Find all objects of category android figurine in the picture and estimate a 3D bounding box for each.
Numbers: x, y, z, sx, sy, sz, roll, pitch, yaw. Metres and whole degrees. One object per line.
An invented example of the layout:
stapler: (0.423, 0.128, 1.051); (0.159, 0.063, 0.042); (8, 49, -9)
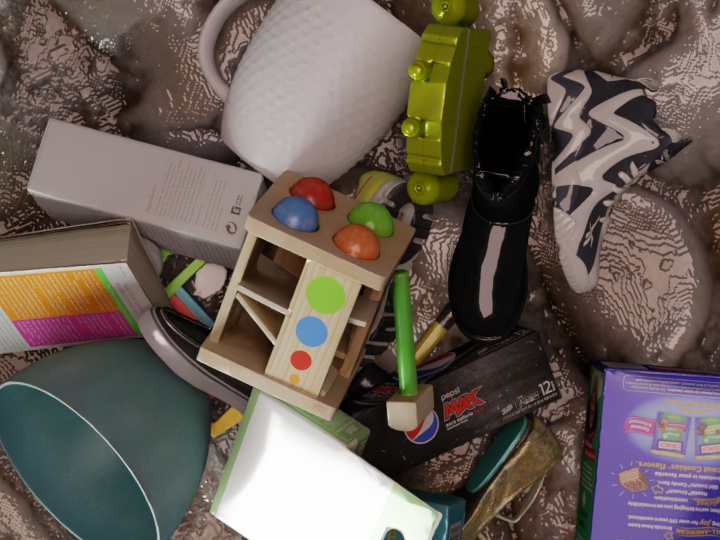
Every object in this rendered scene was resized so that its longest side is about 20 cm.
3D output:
android figurine: (0.073, -0.146, 1.486); (0.041, 0.200, 0.184); (10, 101, 16)

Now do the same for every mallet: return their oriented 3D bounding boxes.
mallet: (0.062, 0.051, 1.610); (0.066, 0.041, 0.201); (32, 88, -7)

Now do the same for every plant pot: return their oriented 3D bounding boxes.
plant pot: (-0.209, 0.139, 1.552); (0.200, 0.200, 0.135); (48, 56, -2)

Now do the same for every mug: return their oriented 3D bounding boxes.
mug: (-0.057, -0.176, 1.552); (0.200, 0.148, 0.176); (38, 95, 17)

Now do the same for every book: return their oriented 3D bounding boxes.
book: (-0.278, 0.023, 1.549); (0.198, 0.134, 0.048); (-6, 53, 10)

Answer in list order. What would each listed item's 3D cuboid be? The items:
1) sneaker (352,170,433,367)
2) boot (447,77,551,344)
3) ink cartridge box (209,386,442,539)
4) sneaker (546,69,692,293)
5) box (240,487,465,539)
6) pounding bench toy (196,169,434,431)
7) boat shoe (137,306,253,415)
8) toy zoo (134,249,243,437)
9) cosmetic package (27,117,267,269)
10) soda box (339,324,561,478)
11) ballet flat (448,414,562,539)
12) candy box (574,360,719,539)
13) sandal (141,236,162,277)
sneaker: (0.000, 0.000, 1.590); (0.078, 0.090, 0.201); (16, 107, -33)
boot: (0.120, -0.051, 1.517); (0.073, 0.163, 0.200); (11, 73, 6)
ink cartridge box: (-0.025, 0.200, 1.507); (0.199, 0.048, 0.146); (31, 120, 17)
sneaker: (0.237, -0.083, 1.579); (0.128, 0.079, 0.201); (-4, 83, 9)
box: (-0.009, 0.231, 1.574); (0.198, 0.049, 0.083); (7, 93, 22)
pounding bench toy: (-0.008, 0.026, 1.464); (0.199, 0.124, 0.157); (24, 114, 4)
boat shoe: (-0.106, 0.081, 1.547); (0.200, 0.070, 0.066); (39, 105, -24)
toy zoo: (-0.135, 0.059, 1.616); (0.131, 0.020, 0.200); (-42, 91, 2)
cosmetic package: (-0.183, -0.065, 1.554); (0.198, 0.101, 0.072); (15, 78, 6)
soda box: (0.074, 0.118, 1.566); (0.199, 0.063, 0.071); (-24, 103, -17)
ballet flat: (0.109, 0.221, 1.604); (0.071, 0.071, 0.200); (42, 92, -2)
candy box: (0.288, 0.191, 1.594); (0.167, 0.077, 0.202); (5, 92, -1)
sandal: (-0.272, -0.006, 1.593); (0.201, 0.050, 0.083); (-3, 137, 13)
